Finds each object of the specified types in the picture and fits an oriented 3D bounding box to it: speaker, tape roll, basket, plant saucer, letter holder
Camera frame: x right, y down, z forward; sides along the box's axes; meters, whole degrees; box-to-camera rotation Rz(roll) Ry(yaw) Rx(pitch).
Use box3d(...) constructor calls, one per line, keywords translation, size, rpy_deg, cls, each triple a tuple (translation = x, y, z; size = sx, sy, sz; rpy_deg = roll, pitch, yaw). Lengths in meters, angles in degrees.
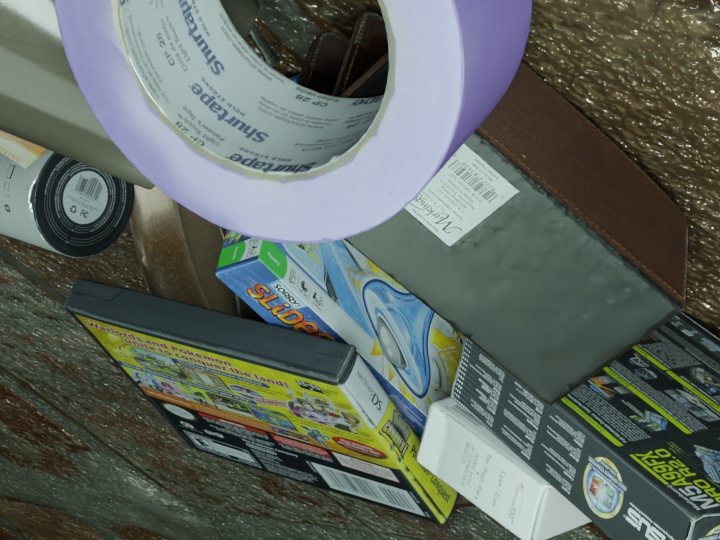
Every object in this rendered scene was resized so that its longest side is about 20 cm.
box3d(translation=(-0.240, -0.065, 1.419), size=(0.199, 0.082, 0.081), rpy_deg=(15, 158, 49), cls="speaker")
box3d(translation=(-0.030, -0.120, 0.919), size=(0.198, 0.085, 0.202), rpy_deg=(13, 123, 21), cls="tape roll")
box3d(translation=(-0.162, -0.141, 1.054), size=(0.199, 0.181, 0.136), rpy_deg=(30, -166, -11), cls="basket")
box3d(translation=(-0.101, -0.017, 1.329), size=(0.201, 0.036, 0.202), rpy_deg=(-127, 28, -45), cls="plant saucer")
box3d(translation=(0.068, -0.057, 1.080), size=(0.200, 0.143, 0.100), rpy_deg=(39, 126, -17), cls="letter holder")

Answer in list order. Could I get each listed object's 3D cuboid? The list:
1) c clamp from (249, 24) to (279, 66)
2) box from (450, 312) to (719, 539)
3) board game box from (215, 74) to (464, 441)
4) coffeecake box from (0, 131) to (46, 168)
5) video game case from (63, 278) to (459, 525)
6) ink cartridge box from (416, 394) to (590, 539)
box3d(translation=(-0.036, -0.169, 1.028), size=(0.199, 0.027, 0.171), rpy_deg=(6, 144, 53), cls="c clamp")
box3d(translation=(0.169, 0.089, 1.127), size=(0.159, 0.045, 0.200), rpy_deg=(-6, -150, -34), cls="box")
box3d(translation=(0.000, 0.000, 1.221), size=(0.034, 0.136, 0.200), rpy_deg=(-17, 136, 33), cls="board game box")
box3d(translation=(-0.219, -0.151, 1.232), size=(0.153, 0.073, 0.200), rpy_deg=(35, 158, -14), cls="coffeecake box")
box3d(translation=(-0.057, 0.078, 1.240), size=(0.198, 0.026, 0.181), rpy_deg=(13, 155, 31), cls="video game case")
box3d(translation=(0.161, 0.112, 1.181), size=(0.176, 0.199, 0.045), rpy_deg=(33, 121, 36), cls="ink cartridge box")
